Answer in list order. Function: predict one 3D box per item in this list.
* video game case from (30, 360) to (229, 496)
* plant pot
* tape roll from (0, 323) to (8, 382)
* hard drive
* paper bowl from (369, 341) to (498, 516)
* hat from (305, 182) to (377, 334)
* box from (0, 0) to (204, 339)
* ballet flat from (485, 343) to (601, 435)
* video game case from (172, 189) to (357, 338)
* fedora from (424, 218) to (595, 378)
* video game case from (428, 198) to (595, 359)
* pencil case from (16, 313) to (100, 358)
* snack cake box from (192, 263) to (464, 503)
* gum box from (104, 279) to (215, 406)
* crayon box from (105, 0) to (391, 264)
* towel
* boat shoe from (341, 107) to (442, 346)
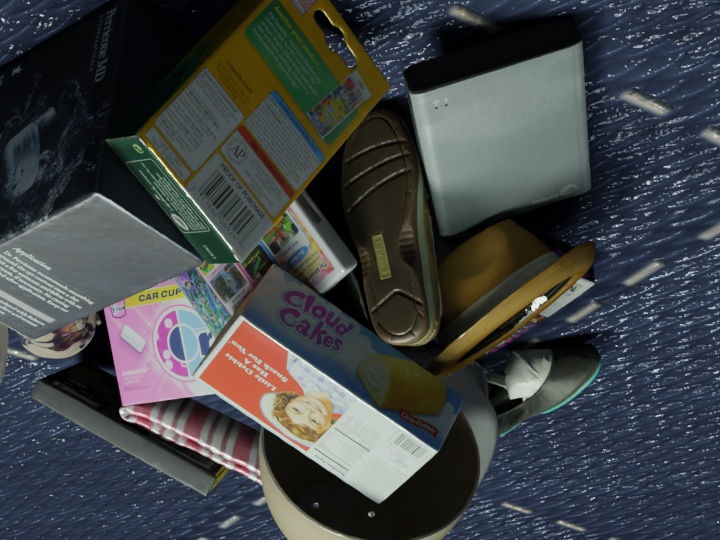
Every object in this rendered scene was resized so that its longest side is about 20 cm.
[{"bbox_3d":[-0.224,0.158,1.621,0.200,0.026,0.181,29,-176,2],"label":"video game case"},{"bbox_3d":[-0.004,0.200,1.455,0.200,0.200,0.135,8,137,-10],"label":"plant pot"},{"bbox_3d":[-0.434,0.069,1.489,0.203,0.203,0.037,8,147,-9],"label":"tape roll"},{"bbox_3d":[0.116,-0.113,1.296,0.139,0.033,0.200,-18,147,-1],"label":"hard drive"},{"bbox_3d":[0.064,0.177,1.616,0.104,0.201,0.201,28,161,32],"label":"paper bowl"},{"bbox_3d":[0.000,0.000,1.406,0.081,0.201,0.201,-19,150,-14],"label":"hat"},{"bbox_3d":[-0.221,-0.079,1.247,0.200,0.197,0.117,-22,139,33],"label":"box"},{"bbox_3d":[0.170,0.125,1.673,0.068,0.068,0.200,26,141,-19],"label":"ballet flat"},{"bbox_3d":[-0.109,-0.031,1.369,0.182,0.024,0.200,54,137,5],"label":"video game case"},{"bbox_3d":[0.113,0.015,1.391,0.201,0.082,0.201,-35,170,-7],"label":"fedora"},{"bbox_3d":[0.091,0.009,1.517,0.200,0.036,0.181,20,142,-26],"label":"video game case"},{"bbox_3d":[-0.302,0.006,1.495,0.089,0.078,0.200,-14,148,-5],"label":"pencil case"},{"bbox_3d":[-0.028,0.099,1.336,0.200,0.067,0.115,35,141,-5],"label":"snack cake box"},{"bbox_3d":[-0.152,0.059,1.506,0.200,0.114,0.066,-10,-178,31],"label":"gum box"},{"bbox_3d":[-0.079,-0.117,1.178,0.052,0.200,0.126,-2,132,52],"label":"crayon box"},{"bbox_3d":[-0.149,0.173,1.607,0.200,0.030,0.146,26,-176,-2],"label":"towel"},{"bbox_3d":[0.032,-0.035,1.331,0.072,0.200,0.076,-7,174,26],"label":"boat shoe"}]
